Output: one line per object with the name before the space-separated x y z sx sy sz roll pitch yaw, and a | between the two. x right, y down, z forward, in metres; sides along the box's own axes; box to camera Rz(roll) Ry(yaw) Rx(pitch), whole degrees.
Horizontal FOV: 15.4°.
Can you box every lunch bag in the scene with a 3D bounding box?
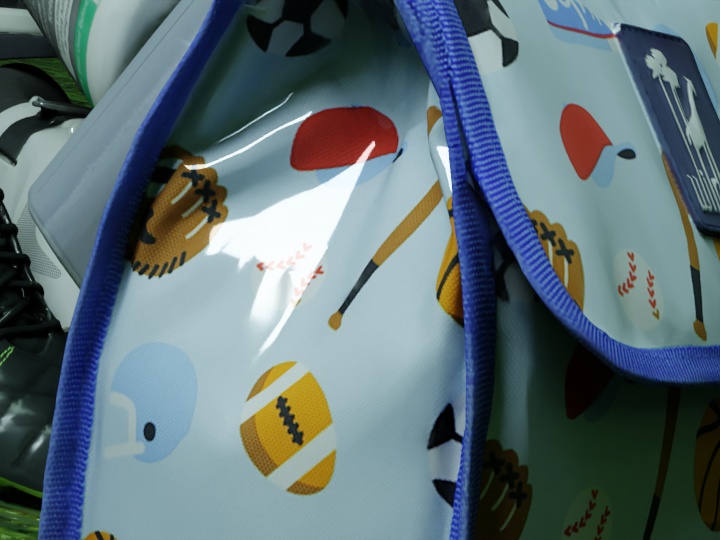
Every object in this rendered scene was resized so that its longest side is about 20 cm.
lunch bag | 0.028 0.027 0.549 0.123 0.201 0.170 9 5 32

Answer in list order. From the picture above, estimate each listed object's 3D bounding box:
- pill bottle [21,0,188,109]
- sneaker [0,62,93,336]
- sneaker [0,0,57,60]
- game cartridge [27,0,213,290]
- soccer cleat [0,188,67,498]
pill bottle | -0.074 -0.129 0.919 0.113 0.113 0.200 5 33 -36
sneaker | -0.099 -0.026 0.967 0.074 0.088 0.200 35 23 -31
sneaker | -0.107 -0.124 1.027 0.199 0.083 0.072 -1 7 20
game cartridge | 0.000 0.000 0.850 0.200 0.133 0.041 36 13 -23
soccer cleat | -0.140 -0.007 0.859 0.200 0.081 0.067 45 26 21
